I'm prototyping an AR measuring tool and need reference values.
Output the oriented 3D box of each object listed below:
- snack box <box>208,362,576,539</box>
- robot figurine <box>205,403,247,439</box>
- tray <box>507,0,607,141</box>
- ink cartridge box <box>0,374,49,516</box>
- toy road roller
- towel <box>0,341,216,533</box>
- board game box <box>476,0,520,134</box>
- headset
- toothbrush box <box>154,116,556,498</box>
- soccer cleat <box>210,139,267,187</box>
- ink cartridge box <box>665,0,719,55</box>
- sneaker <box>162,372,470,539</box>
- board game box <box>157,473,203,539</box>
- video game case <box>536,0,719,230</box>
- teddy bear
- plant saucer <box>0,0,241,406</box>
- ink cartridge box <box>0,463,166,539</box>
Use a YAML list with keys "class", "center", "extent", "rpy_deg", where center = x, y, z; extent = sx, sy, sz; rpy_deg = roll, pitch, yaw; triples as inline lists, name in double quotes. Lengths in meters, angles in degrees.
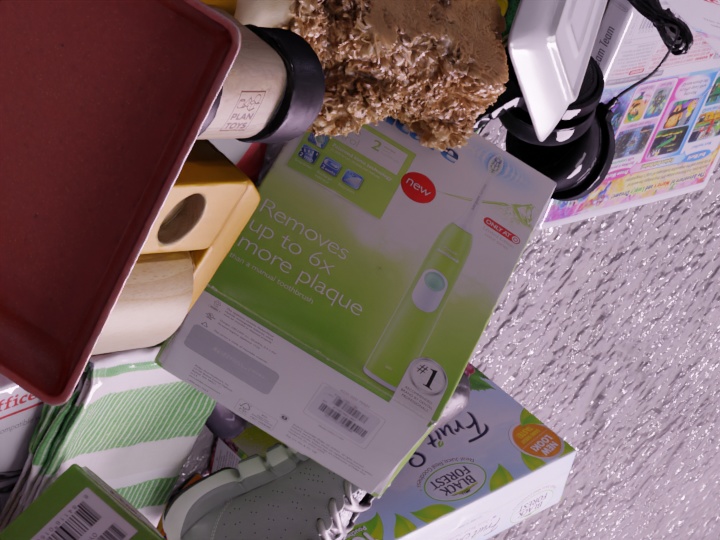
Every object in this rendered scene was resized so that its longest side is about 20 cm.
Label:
- class: "snack box"
  center: [0.021, 0.127, 1.626]
  extent: [0.200, 0.142, 0.053]
  rpy_deg: [-22, 140, -39]
- class: "robot figurine"
  center: [-0.018, 0.049, 1.503]
  extent: [0.151, 0.125, 0.200]
  rpy_deg: [-58, 152, -12]
- class: "tray"
  center: [0.130, -0.184, 1.451]
  extent: [0.107, 0.022, 0.201]
  rpy_deg: [62, 42, -57]
- class: "ink cartridge box"
  center: [-0.202, 0.081, 1.355]
  extent: [0.116, 0.067, 0.201]
  rpy_deg: [-21, 140, -40]
- class: "toy road roller"
  center: [-0.127, -0.069, 1.208]
  extent: [0.123, 0.146, 0.200]
  rpy_deg: [-6, 131, -58]
- class: "towel"
  center: [-0.143, 0.121, 1.389]
  extent: [0.152, 0.023, 0.201]
  rpy_deg: [-10, 130, -55]
- class: "board game box"
  center: [0.046, -0.143, 1.480]
  extent: [0.105, 0.023, 0.200]
  rpy_deg: [-55, 150, 5]
- class: "headset"
  center: [0.114, -0.105, 1.543]
  extent: [0.200, 0.094, 0.124]
  rpy_deg: [-30, 149, -5]
- class: "toothbrush box"
  center: [0.000, 0.000, 1.368]
  extent: [0.086, 0.145, 0.200]
  rpy_deg: [-56, -177, 48]
- class: "soccer cleat"
  center: [-0.128, -0.059, 1.311]
  extent: [0.200, 0.067, 0.077]
  rpy_deg: [-21, 124, -40]
- class: "ink cartridge box"
  center: [0.289, -0.174, 1.607]
  extent: [0.200, 0.145, 0.083]
  rpy_deg: [33, 81, -53]
- class: "sneaker"
  center: [-0.008, 0.143, 1.421]
  extent: [0.200, 0.116, 0.075]
  rpy_deg: [-31, 153, 11]
- class: "board game box"
  center: [-0.084, 0.297, 1.619]
  extent: [0.200, 0.200, 0.200]
  rpy_deg: [-44, 149, -9]
- class: "video game case"
  center: [0.208, -0.121, 1.715]
  extent: [0.200, 0.024, 0.183]
  rpy_deg: [-14, 135, -46]
- class: "teddy bear"
  center: [-0.006, -0.136, 1.335]
  extent: [0.067, 0.146, 0.200]
  rpy_deg: [-21, 166, 38]
- class: "plant saucer"
  center: [-0.167, -0.074, 1.120]
  extent: [0.200, 0.199, 0.037]
  rpy_deg: [-62, 168, 21]
- class: "ink cartridge box"
  center: [-0.164, 0.219, 1.367]
  extent: [0.148, 0.076, 0.200]
  rpy_deg: [-44, 152, -19]
